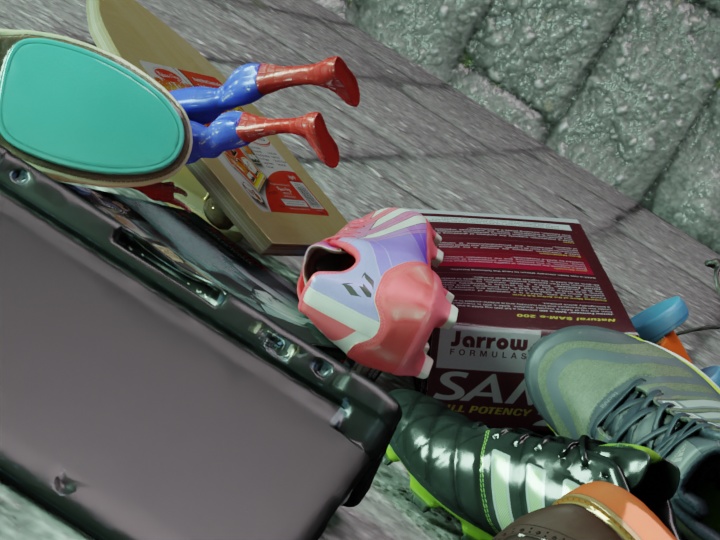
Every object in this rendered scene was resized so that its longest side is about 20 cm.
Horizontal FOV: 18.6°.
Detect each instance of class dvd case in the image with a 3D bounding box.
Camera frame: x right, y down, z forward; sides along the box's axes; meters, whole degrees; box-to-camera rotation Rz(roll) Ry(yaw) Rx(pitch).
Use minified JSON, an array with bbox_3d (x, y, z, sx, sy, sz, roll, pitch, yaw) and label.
[{"bbox_3d":[-0.083,0.005,1.071,0.146,0.022,0.200,36,11,23],"label":"dvd case"}]

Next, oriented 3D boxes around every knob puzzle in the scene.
[{"bbox_3d":[-0.093,-0.080,1.229,0.220,0.030,0.220,45,13,-14],"label":"knob puzzle"}]

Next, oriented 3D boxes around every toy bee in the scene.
[{"bbox_3d":[0.172,0.071,1.351,0.200,0.109,0.131,2,63,-58],"label":"toy bee"}]

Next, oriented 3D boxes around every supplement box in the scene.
[{"bbox_3d":[0.080,0.024,1.206,0.108,0.061,0.200,4,17,-4],"label":"supplement box"}]

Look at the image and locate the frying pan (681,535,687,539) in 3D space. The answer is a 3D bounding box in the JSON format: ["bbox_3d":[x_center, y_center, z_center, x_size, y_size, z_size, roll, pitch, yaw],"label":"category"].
[{"bbox_3d":[0.198,0.151,1.067,0.031,0.115,0.190,-22,56,-20],"label":"frying pan"}]

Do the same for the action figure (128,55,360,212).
[{"bbox_3d":[-0.100,-0.070,1.096,0.199,0.066,0.052,0,-34,24],"label":"action figure"}]

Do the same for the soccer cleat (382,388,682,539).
[{"bbox_3d":[0.087,0.098,0.947,0.200,0.081,0.067,38,12,34],"label":"soccer cleat"}]

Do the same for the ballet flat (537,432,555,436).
[{"bbox_3d":[0.114,0.067,1.256,0.066,0.057,0.200,26,11,-34],"label":"ballet flat"}]

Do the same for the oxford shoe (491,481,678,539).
[{"bbox_3d":[0.120,0.165,0.823,0.072,0.071,0.200,-17,46,-37],"label":"oxford shoe"}]

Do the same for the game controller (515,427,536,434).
[{"bbox_3d":[0.137,0.143,1.034,0.200,0.042,0.104,38,-3,31],"label":"game controller"}]

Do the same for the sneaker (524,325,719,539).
[{"bbox_3d":[0.152,0.084,1.013,0.200,0.074,0.081,35,-1,31],"label":"sneaker"}]

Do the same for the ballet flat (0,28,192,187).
[{"bbox_3d":[-0.179,-0.084,1.055,0.199,0.070,0.069,18,12,-9],"label":"ballet flat"}]

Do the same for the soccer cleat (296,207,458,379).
[{"bbox_3d":[0.000,0.000,1.120,0.076,0.067,0.200,26,11,-12],"label":"soccer cleat"}]

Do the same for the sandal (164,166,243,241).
[{"bbox_3d":[-0.107,-0.092,1.340,0.077,0.070,0.212,26,11,-29],"label":"sandal"}]

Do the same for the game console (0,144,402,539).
[{"bbox_3d":[-0.099,0.049,0.813,0.200,0.117,0.176,33,-20,6],"label":"game console"}]
